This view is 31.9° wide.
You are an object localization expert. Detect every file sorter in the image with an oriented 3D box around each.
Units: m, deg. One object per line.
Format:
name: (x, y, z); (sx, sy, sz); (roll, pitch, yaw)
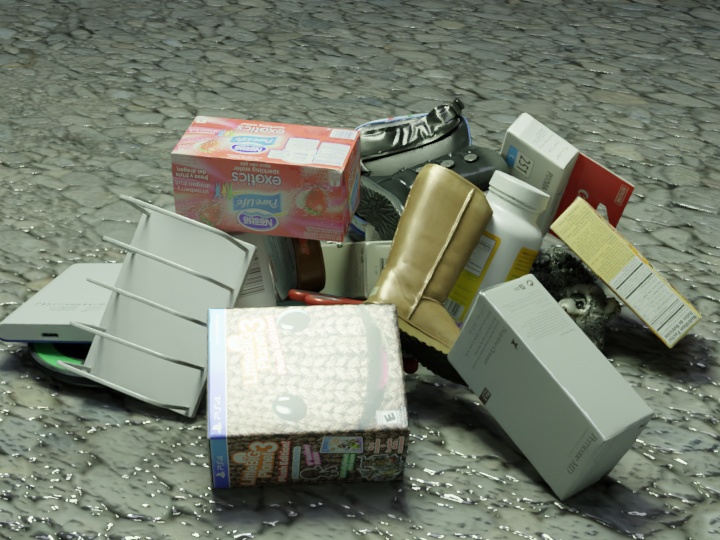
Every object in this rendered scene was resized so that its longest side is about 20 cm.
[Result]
file sorter: (-0.221, 0.038, 1.351); (0.138, 0.202, 0.125); (20, -4, 11)

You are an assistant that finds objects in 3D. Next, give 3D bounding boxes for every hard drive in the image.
hard drive: (-0.334, 0.037, 1.535); (0.131, 0.026, 0.200); (0, 20, 14)

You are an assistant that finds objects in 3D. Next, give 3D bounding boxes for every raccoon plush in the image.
raccoon plush: (0.292, 0.028, 1.585); (0.133, 0.097, 0.199); (29, 37, 32)

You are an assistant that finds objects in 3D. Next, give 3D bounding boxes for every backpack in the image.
backpack: (0.059, -0.130, 1.787); (0.189, 0.202, 0.154); (0, -16, -10)

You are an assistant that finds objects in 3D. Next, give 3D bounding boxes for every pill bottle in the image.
pill bottle: (0.152, -0.013, 1.510); (0.104, 0.201, 0.104); (24, 10, -5)

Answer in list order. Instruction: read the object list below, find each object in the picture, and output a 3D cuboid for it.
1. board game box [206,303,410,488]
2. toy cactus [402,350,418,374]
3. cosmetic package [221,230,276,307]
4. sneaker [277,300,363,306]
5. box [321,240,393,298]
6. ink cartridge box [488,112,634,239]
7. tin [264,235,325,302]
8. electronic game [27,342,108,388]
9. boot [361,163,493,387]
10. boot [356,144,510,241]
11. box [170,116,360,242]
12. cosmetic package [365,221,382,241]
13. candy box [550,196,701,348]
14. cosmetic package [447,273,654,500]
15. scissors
board game box: (-0.057, 0.126, 1.292); (0.198, 0.097, 0.160); (-2, 51, -5)
toy cactus: (-0.022, 0.113, 1.420); (0.198, 0.103, 0.166); (0, 44, -7)
cosmetic package: (-0.167, -0.002, 1.530); (0.073, 0.103, 0.200); (-13, 8, -19)
sneaker: (-0.031, 0.057, 1.527); (0.198, 0.075, 0.082); (1, 29, -2)
box: (0.000, 0.000, 1.559); (0.081, 0.069, 0.200); (-1, 0, -26)
ink cartridge box: (0.259, -0.094, 1.688); (0.176, 0.201, 0.045); (36, 63, 15)
tin: (-0.084, -0.021, 1.549); (0.041, 0.113, 0.200); (-11, -7, -13)
electronic game: (-0.295, 0.082, 1.506); (0.198, 0.042, 0.200); (0, 26, 0)
boot: (0.105, 0.006, 1.411); (0.201, 0.175, 0.066); (-62, 16, -23)
boot: (0.107, -0.097, 1.627); (0.198, 0.066, 0.165); (-14, 37, -23)
box: (-0.104, -0.104, 1.429); (0.198, 0.095, 0.103); (6, 32, 9)
cosmetic package: (0.108, -0.010, 1.641); (0.198, 0.103, 0.074); (12, 29, 26)
candy box: (0.319, 0.002, 1.514); (0.200, 0.055, 0.115); (45, 11, 9)
cosmetic package: (0.190, 0.117, 1.286); (0.081, 0.113, 0.200); (-17, 55, -34)
scissors: (0.016, 0.041, 1.446); (0.198, 0.014, 0.073); (7, 3, -22)
